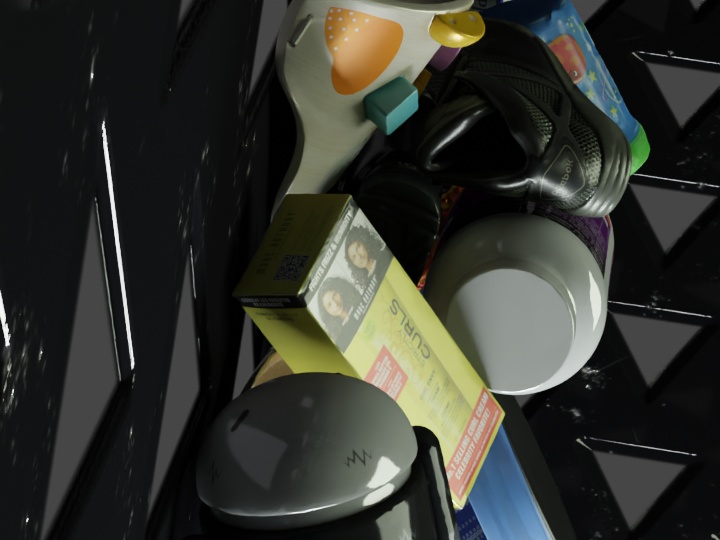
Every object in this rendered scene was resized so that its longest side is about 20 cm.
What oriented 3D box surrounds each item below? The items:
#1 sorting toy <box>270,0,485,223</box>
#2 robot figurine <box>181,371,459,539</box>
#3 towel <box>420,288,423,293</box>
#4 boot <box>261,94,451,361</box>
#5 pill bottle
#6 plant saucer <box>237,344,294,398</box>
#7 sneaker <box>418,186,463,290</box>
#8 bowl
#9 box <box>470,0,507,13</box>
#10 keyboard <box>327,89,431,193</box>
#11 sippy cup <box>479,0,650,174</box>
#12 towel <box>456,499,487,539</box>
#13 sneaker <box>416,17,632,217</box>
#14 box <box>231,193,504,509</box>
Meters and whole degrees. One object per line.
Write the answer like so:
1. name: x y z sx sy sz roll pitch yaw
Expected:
1. sorting toy: -0.005 -0.116 1.488 0.200 0.106 0.181 -74 -170 -59
2. robot figurine: -0.019 0.153 1.329 0.150 0.124 0.201 -61 142 -69
3. towel: 0.011 0.069 1.717 0.049 0.111 0.201 -43 -148 42
4. boot: 0.000 0.000 1.566 0.168 0.076 0.201 -79 -168 -69
5. pill bottle: 0.098 0.006 1.552 0.200 0.112 0.113 -65 163 -72
6. plant saucer: -0.025 0.122 1.446 0.200 0.035 0.202 -3 94 -52
7. sneaker: 0.010 0.001 1.670 0.200 0.073 0.077 -46 158 -25
8. bowl: 0.099 0.138 1.663 0.201 0.039 0.202 -24 90 -83
9. box: 0.069 -0.247 1.939 0.184 0.104 0.201 92 7 -56
10. keyboard: 0.001 -0.077 1.706 0.200 0.039 0.105 -16 125 -64
11. sippy cup: 0.124 -0.123 1.802 0.178 0.139 0.131 20 -47 65
12. towel: 0.024 0.159 1.613 0.145 0.024 0.201 -31 98 -43
13. sneaker: 0.069 -0.103 1.514 0.077 0.114 0.200 -63 -142 22
14. box: 0.008 0.048 1.415 0.200 0.050 0.076 55 51 -38
